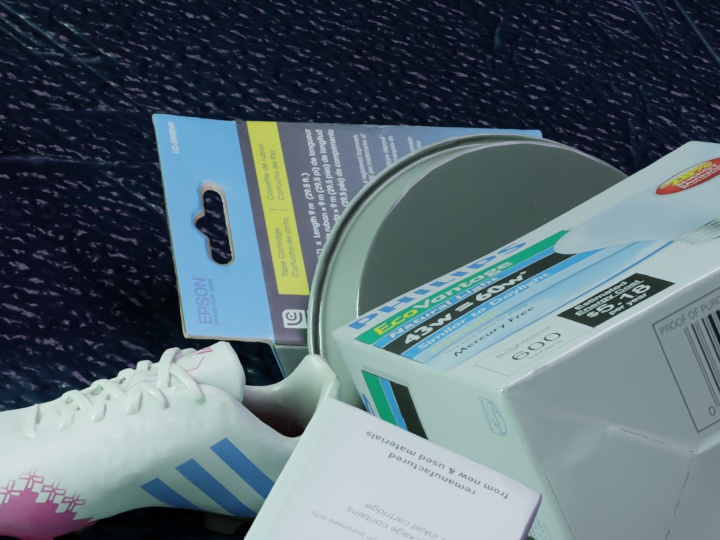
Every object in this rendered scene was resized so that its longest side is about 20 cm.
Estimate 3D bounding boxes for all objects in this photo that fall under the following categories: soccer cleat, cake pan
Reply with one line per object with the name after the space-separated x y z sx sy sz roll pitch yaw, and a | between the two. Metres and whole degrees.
-0.097 0.065 1.257 0.200 0.087 0.070 1 32 -34 | soccer cleat
0.076 0.029 1.359 0.200 0.201 0.037 14 -17 -13 | cake pan

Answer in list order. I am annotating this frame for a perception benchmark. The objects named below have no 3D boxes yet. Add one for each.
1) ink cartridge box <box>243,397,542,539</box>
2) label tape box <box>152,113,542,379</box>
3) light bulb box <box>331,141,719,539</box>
-0.024 0.167 0.985 0.087 0.146 0.200 24 45 8 | ink cartridge box
0.000 0.000 1.427 0.199 0.063 0.145 2 48 -15 | label tape box
0.123 0.045 1.225 0.198 0.125 0.200 -28 14 -16 | light bulb box
